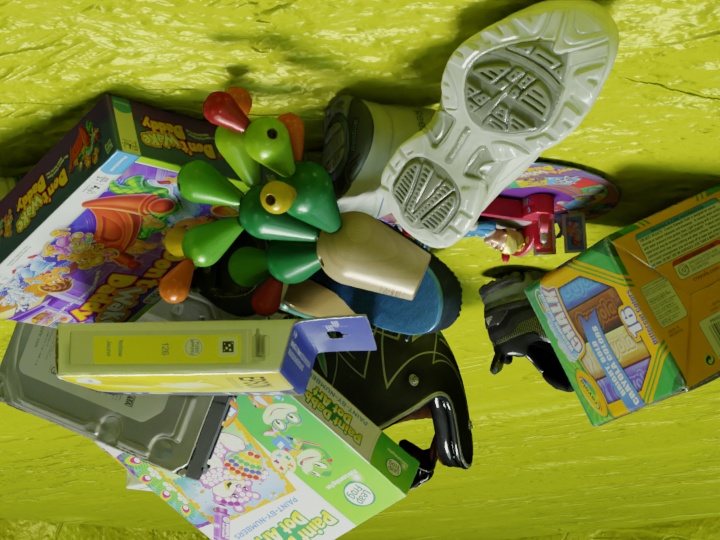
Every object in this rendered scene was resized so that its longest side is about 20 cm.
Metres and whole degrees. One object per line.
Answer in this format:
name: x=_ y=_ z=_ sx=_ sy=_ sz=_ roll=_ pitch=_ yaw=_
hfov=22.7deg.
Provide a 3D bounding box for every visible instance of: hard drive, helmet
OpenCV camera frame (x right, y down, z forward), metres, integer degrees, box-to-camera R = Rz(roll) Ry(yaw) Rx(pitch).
hard drive: x=-0.184 y=0.067 z=1.397 sx=0.200 sy=0.140 sz=0.038 roll=19 pitch=176 yaw=28
helmet: x=-0.002 y=0.108 z=1.580 sx=0.200 sy=0.200 sz=0.191 roll=-8 pitch=134 yaw=28

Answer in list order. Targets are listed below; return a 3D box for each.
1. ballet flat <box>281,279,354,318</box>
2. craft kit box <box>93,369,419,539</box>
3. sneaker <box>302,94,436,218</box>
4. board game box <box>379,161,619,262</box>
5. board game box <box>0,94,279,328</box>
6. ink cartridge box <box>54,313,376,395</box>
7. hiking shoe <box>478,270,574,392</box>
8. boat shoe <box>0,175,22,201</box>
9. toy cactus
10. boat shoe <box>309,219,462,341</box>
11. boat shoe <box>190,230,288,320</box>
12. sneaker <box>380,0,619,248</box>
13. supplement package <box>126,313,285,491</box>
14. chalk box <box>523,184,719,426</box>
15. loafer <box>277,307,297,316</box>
ballet flat: x=0.000 y=0.000 z=1.416 sx=0.063 sy=0.069 sz=0.200 roll=-38 pitch=161 yaw=24
craft kit box: x=-0.088 y=0.150 z=1.480 sx=0.197 sy=0.049 sz=0.200 roll=40 pitch=131 yaw=-15
sneaker: x=0.005 y=-0.057 z=1.183 sx=0.087 sy=0.075 sz=0.200 roll=-2 pitch=168 yaw=-18
board game box: x=0.091 y=-0.034 z=1.325 sx=0.200 sy=0.039 sz=0.158 roll=-5 pitch=165 yaw=18
board game box: x=-0.166 y=-0.031 z=1.198 sx=0.134 sy=0.045 sz=0.200 roll=12 pitch=141 yaw=-41
ink cartridge box: x=-0.091 y=0.062 z=1.237 sx=0.200 sy=0.047 sz=0.198 roll=1 pitch=171 yaw=3
hiking shoe: x=0.193 y=0.060 z=1.583 sx=0.200 sy=0.101 sz=0.076 roll=6 pitch=165 yaw=-23
boat shoe: x=-0.236 y=-0.019 z=1.323 sx=0.072 sy=0.072 sz=0.200 roll=-4 pitch=171 yaw=-13
toy cactus: x=-0.040 y=-0.023 z=1.095 sx=0.165 sy=0.102 sz=0.200 roll=23 pitch=144 yaw=5
boat shoe: x=0.013 y=-0.013 z=1.287 sx=0.069 sy=0.084 sz=0.200 roll=1 pitch=-157 yaw=-39
boat shoe: x=-0.105 y=-0.014 z=1.290 sx=0.062 sy=0.075 sz=0.200 roll=24 pitch=-178 yaw=-26
sneaker: x=0.088 y=-0.100 z=1.032 sx=0.099 sy=0.078 sz=0.200 roll=-42 pitch=179 yaw=-42
supplement package: x=-0.125 y=0.131 z=1.746 sx=0.111 sy=0.156 sz=0.200 roll=13 pitch=160 yaw=-41
chalk box: x=0.217 y=0.031 z=1.351 sx=0.125 sy=0.124 sz=0.200 roll=-25 pitch=176 yaw=-23
loafer: x=-0.131 y=0.011 z=1.449 sx=0.200 sy=0.068 sz=0.076 roll=-6 pitch=164 yaw=21
